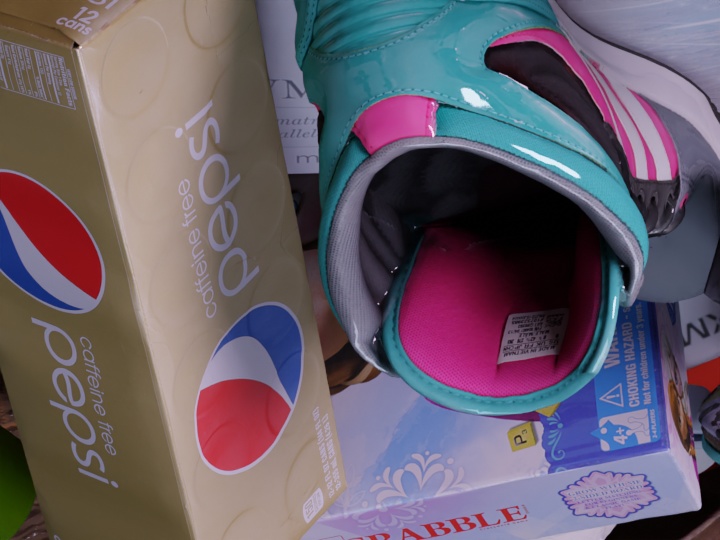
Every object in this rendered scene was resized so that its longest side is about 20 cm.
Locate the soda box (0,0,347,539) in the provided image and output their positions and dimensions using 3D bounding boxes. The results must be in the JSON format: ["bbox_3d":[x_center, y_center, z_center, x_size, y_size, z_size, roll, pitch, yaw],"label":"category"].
[{"bbox_3d":[-0.060,-0.003,0.728,0.064,0.068,0.201,19,136,31],"label":"soda box"}]

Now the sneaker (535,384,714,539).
[{"bbox_3d":[0.044,0.099,0.892,0.199,0.071,0.073,-21,164,-23],"label":"sneaker"}]

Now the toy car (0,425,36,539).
[{"bbox_3d":[-0.259,0.098,1.052,0.199,0.158,0.164,-11,142,35],"label":"toy car"}]

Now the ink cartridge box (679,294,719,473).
[{"bbox_3d":[0.068,0.038,0.943,0.199,0.044,0.174,-24,126,8],"label":"ink cartridge box"}]

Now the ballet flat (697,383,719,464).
[{"bbox_3d":[0.190,0.036,0.927,0.200,0.072,0.072,4,151,-45],"label":"ballet flat"}]

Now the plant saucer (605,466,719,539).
[{"bbox_3d":[0.074,0.112,1.047,0.200,0.200,0.037,-19,104,24],"label":"plant saucer"}]

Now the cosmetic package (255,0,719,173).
[{"bbox_3d":[0.045,-0.132,0.737,0.198,0.123,0.200,-2,145,0],"label":"cosmetic package"}]

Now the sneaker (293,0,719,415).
[{"bbox_3d":[0.049,-0.012,0.696,0.083,0.121,0.200,-21,142,27],"label":"sneaker"}]

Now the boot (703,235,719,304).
[{"bbox_3d":[0.195,-0.003,0.779,0.164,0.066,0.200,1,178,16],"label":"boot"}]

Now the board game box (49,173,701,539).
[{"bbox_3d":[0.000,0.000,0.859,0.199,0.201,0.041,-13,144,15],"label":"board game box"}]
